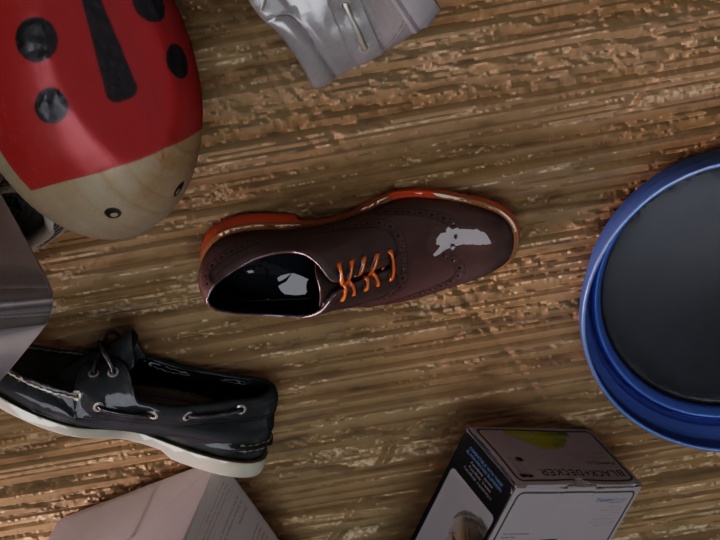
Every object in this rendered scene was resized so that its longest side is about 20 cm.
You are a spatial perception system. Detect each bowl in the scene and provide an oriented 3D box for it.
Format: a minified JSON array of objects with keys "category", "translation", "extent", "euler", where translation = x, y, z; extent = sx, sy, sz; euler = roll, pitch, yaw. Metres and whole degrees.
[{"category":"bowl","translation":[0.234,0.017,1.001],"extent":[0.198,0.039,0.203],"euler":[0,116,0]}]

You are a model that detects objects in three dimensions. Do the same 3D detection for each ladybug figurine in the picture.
[{"category":"ladybug figurine","translation":[-0.151,-0.115,0.888],"extent":[0.135,0.072,0.202],"euler":[-27,101,-26]}]

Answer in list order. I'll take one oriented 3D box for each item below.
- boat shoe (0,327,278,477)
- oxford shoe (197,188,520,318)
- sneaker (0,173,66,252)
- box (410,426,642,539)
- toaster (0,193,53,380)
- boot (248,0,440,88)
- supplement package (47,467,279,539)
[{"category":"boat shoe","translation":[-0.143,0.070,1.006],"extent":[0.198,0.075,0.067],"euler":[20,112,-10]},{"category":"oxford shoe","translation":[0.000,0.000,0.973],"extent":[0.198,0.073,0.072],"euler":[-9,115,4]},{"category":"sneaker","translation":[-0.257,-0.016,0.962],"extent":[0.199,0.081,0.077],"euler":[-27,114,14]},{"category":"box","translation":[0.086,0.198,1.049],"extent":[0.116,0.060,0.201],"euler":[4,121,-37]},{"category":"toaster","translation":[-0.281,0.010,0.872],"extent":[0.181,0.118,0.201],"euler":[-43,70,28]},{"category":"boot","translation":[-0.045,-0.193,0.880],"extent":[0.095,0.074,0.201],"euler":[-33,112,7]},{"category":"supplement package","translation":[-0.117,0.272,1.023],"extent":[0.146,0.192,0.201],"euler":[-22,114,26]}]
